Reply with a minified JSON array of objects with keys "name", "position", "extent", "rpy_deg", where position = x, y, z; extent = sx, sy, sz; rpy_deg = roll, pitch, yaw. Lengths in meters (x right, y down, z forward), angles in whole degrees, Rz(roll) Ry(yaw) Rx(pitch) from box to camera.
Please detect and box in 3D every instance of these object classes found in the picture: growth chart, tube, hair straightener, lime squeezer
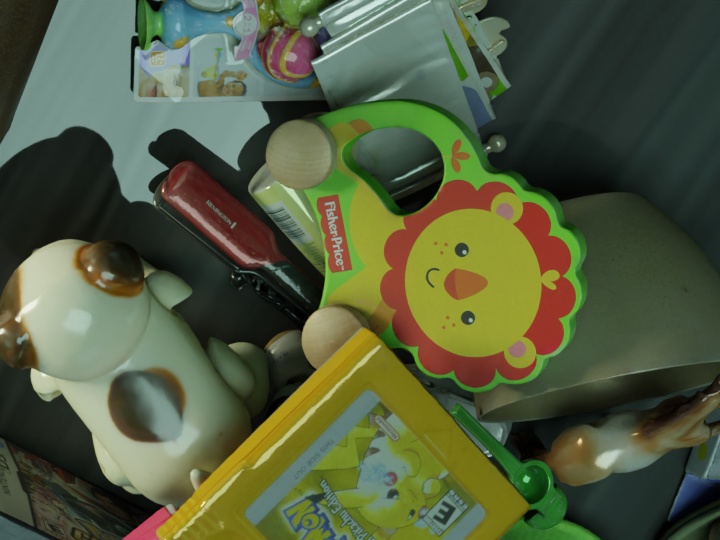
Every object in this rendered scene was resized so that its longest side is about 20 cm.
[{"name":"growth chart","position":[0.038,-0.128,1.485],"extent":[0.144,0.018,0.200],"rpy_deg":[-22,134,-5]},{"name":"tube","position":[0.000,0.000,1.538],"extent":[0.052,0.058,0.200],"rpy_deg":[-25,114,33]},{"name":"hair straightener","position":[-0.061,-0.001,1.524],"extent":[0.200,0.077,0.041],"rpy_deg":[36,73,-10]},{"name":"lime squeezer","position":[0.116,0.148,1.561],"extent":[0.038,0.071,0.200],"rpy_deg":[-36,152,-2]}]

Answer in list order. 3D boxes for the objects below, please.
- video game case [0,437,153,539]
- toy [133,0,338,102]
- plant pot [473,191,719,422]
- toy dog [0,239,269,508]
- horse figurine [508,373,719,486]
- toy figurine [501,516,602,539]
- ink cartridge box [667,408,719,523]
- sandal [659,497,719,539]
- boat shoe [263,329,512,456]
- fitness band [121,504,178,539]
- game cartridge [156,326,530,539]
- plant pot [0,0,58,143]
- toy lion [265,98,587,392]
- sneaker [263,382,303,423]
[{"name":"video game case","position":[-0.182,0.185,1.510],"extent":[0.200,0.181,0.026],"rpy_deg":[30,95,-21]},{"name":"toy","position":[-0.051,-0.164,1.467],"extent":[0.199,0.047,0.116],"rpy_deg":[-1,114,-11]},{"name":"plant pot","position":[0.167,0.021,1.530],"extent":[0.200,0.200,0.135],"rpy_deg":[-10,80,-8]},{"name":"toy dog","position":[-0.167,0.064,1.464],"extent":[0.139,0.194,0.200],"rpy_deg":[-30,124,11]},{"name":"horse figurine","position":[0.196,0.119,1.580],"extent":[0.199,0.132,0.050],"rpy_deg":[-18,85,21]},{"name":"toy figurine","position":[0.102,0.272,1.585],"extent":[0.199,0.184,0.151],"rpy_deg":[-15,90,7]},{"name":"ink cartridge box","position":[0.360,0.130,1.678],"extent":[0.197,0.047,0.201],"rpy_deg":[11,108,-16]},{"name":"sandal","position":[0.293,0.211,1.665],"extent":[0.080,0.057,0.201],"rpy_deg":[24,129,-26]},{"name":"boat shoe","position":[0.022,0.104,1.581],"extent":[0.199,0.069,0.071],"rpy_deg":[16,108,-17]},{"name":"fitness band","position":[-0.121,0.240,1.427],"extent":[0.200,0.037,0.144],"rpy_deg":[-40,113,-7]},{"name":"game cartridge","position":[-0.011,0.166,1.414],"extent":[0.200,0.032,0.176],"rpy_deg":[-45,114,-7]},{"name":"plant pot","position":[-0.265,-0.187,1.342],"extent":[0.200,0.200,0.199],"rpy_deg":[12,116,-16]},{"name":"toy lion","position":[0.050,-0.018,1.432],"extent":[0.191,0.069,0.201],"rpy_deg":[-10,95,16]},{"name":"sneaker","position":[-0.069,0.179,1.518],"extent":[0.074,0.088,0.201],"rpy_deg":[16,110,10]}]
